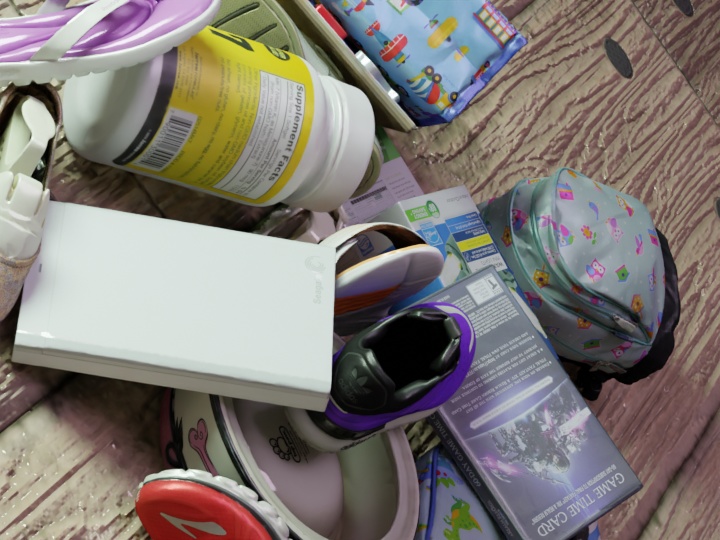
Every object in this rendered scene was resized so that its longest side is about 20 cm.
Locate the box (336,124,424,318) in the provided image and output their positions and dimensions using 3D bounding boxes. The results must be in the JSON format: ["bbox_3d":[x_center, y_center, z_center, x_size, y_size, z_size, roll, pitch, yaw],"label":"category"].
[{"bbox_3d":[0.019,-0.022,1.964,0.200,0.036,0.144,60,29,3],"label":"box"}]

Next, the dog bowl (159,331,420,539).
[{"bbox_3d":[-0.052,0.123,1.677,0.200,0.074,0.200,37,36,-33],"label":"dog bowl"}]

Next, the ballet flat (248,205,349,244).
[{"bbox_3d":[-0.061,-0.007,1.798,0.072,0.072,0.200,52,30,-9],"label":"ballet flat"}]

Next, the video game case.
[{"bbox_3d":[0.106,0.100,1.805,0.143,0.019,0.200,-26,80,-48],"label":"video game case"}]

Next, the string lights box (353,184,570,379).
[{"bbox_3d":[0.081,0.041,1.898,0.103,0.059,0.200,-17,77,-56],"label":"string lights box"}]

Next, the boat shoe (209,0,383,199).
[{"bbox_3d":[-0.057,-0.142,1.876,0.200,0.075,0.068,55,11,-12],"label":"boat shoe"}]

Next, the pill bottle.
[{"bbox_3d":[-0.097,-0.109,1.757,0.200,0.114,0.115,16,48,-35],"label":"pill bottle"}]

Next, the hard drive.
[{"bbox_3d":[-0.117,0.021,1.616,0.199,0.026,0.132,9,45,-8],"label":"hard drive"}]

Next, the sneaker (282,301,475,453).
[{"bbox_3d":[0.040,0.058,1.684,0.070,0.099,0.200,54,35,5],"label":"sneaker"}]

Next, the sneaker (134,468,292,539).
[{"bbox_3d":[-0.072,0.210,1.566,0.200,0.077,0.085,50,37,-9],"label":"sneaker"}]

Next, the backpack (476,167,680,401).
[{"bbox_3d":[0.174,-0.005,2.086,0.200,0.126,0.167,24,46,-40],"label":"backpack"}]

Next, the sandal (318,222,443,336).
[{"bbox_3d":[-0.008,0.002,1.748,0.079,0.207,0.059,-10,78,-20],"label":"sandal"}]

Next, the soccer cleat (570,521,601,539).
[{"bbox_3d":[0.148,0.180,1.945,0.200,0.070,0.086,-90,165,-53],"label":"soccer cleat"}]

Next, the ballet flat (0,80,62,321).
[{"bbox_3d":[-0.225,-0.053,1.592,0.068,0.067,0.200,30,38,-28],"label":"ballet flat"}]

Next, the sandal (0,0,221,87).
[{"bbox_3d":[-0.188,-0.163,1.636,0.083,0.202,0.050,-116,-167,-51],"label":"sandal"}]

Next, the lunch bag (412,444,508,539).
[{"bbox_3d":[0.086,0.233,1.768,0.200,0.082,0.161,42,32,-25],"label":"lunch bag"}]

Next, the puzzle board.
[{"bbox_3d":[-0.035,-0.187,1.916,0.200,0.017,0.151,49,-3,-11],"label":"puzzle board"}]

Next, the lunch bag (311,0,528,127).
[{"bbox_3d":[0.019,-0.188,1.958,0.151,0.200,0.094,46,76,-9],"label":"lunch bag"}]
